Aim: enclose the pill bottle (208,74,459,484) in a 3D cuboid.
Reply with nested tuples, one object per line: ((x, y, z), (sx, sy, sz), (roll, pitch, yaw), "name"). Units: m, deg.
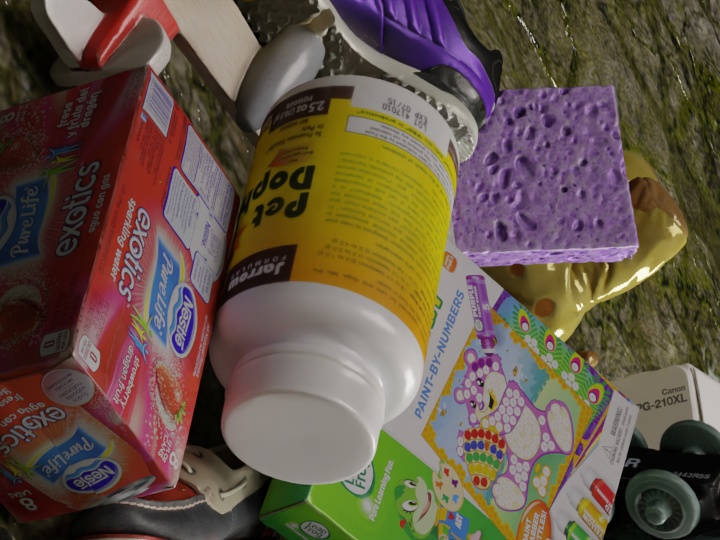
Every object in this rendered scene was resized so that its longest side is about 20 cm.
((-0.015, 0.005, 1.359), (0.109, 0.109, 0.201), (53, 35, -39), "pill bottle")

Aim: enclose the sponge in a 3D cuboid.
((0.070, -0.058, 1.677), (0.030, 0.199, 0.112), (111, -25, -69), "sponge")

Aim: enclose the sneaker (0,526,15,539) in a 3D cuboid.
((-0.181, 0.202, 1.135), (0.089, 0.076, 0.201), (67, 27, -48), "sneaker")

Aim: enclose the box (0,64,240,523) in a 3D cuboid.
((-0.134, 0.010, 1.296), (0.100, 0.095, 0.201), (55, 31, -37), "box")

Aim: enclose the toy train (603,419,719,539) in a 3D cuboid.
((0.146, 0.150, 1.602), (0.085, 0.199, 0.115), (-46, 132, -52), "toy train")

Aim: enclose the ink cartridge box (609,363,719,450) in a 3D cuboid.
((0.210, 0.140, 1.904), (0.200, 0.144, 0.085), (29, 50, -58), "ink cartridge box")

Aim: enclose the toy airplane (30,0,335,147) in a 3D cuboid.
((-0.090, -0.165, 1.437), (0.200, 0.140, 0.200), (9, 69, -64), "toy airplane")

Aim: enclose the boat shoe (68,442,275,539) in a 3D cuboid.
((-0.091, 0.117, 1.351), (0.200, 0.071, 0.063), (11, 81, -70), "boat shoe")

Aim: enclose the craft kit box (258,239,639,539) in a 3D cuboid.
((0.054, 0.102, 1.455), (0.197, 0.048, 0.201), (38, 51, -24), "craft kit box")

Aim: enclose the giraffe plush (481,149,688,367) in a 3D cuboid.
((0.093, -0.035, 1.779), (0.162, 0.172, 0.200), (47, 64, -29), "giraffe plush")

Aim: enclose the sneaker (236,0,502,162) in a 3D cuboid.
((0.007, -0.160, 1.646), (0.200, 0.070, 0.100), (41, 57, -12), "sneaker")

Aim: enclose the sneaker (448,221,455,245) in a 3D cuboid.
((0.000, 0.000, 1.573), (0.075, 0.104, 0.201), (48, 30, -49), "sneaker")
